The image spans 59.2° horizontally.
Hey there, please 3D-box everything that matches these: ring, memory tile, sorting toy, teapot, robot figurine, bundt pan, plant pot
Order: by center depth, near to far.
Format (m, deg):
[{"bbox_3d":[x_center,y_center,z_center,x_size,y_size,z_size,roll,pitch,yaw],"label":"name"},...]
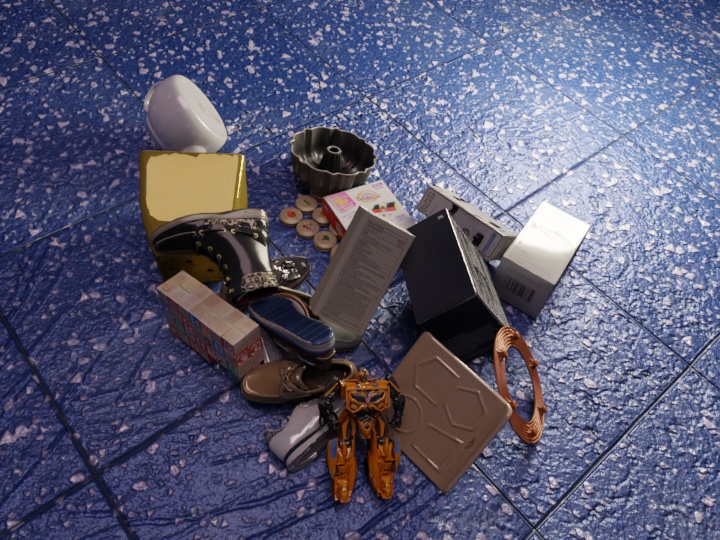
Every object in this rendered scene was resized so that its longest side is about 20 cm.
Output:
[{"bbox_3d":[0.006,0.255,0.995,0.144,0.058,0.202,-1,93,-15],"label":"robot figurine"},{"bbox_3d":[0.127,0.232,1.052,0.200,0.186,0.036,43,15,26],"label":"sorting toy"},{"bbox_3d":[0.280,0.194,1.089,0.019,0.200,0.202,-19,42,32],"label":"ring"},{"bbox_3d":[-0.318,-0.088,1.212,0.192,0.196,0.202,0,64,-8],"label":"plant pot"},{"bbox_3d":[-0.062,-0.104,1.369,0.199,0.017,0.153,36,55,20],"label":"memory tile"},{"bbox_3d":[-0.406,-0.325,1.410,0.145,0.198,0.200,-32,22,12],"label":"teapot"},{"bbox_3d":[-0.066,-0.241,1.425,0.200,0.076,0.203,8,41,-7],"label":"bundt pan"}]

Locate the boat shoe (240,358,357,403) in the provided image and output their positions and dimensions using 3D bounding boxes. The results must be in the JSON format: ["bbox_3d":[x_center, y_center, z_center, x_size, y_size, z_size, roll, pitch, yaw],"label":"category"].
[{"bbox_3d":[-0.104,0.174,1.046,0.198,0.065,0.072,-10,74,2],"label":"boat shoe"}]

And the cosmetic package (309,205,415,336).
[{"bbox_3d":[0.000,0.000,1.112,0.103,0.201,0.073,27,7,-15],"label":"cosmetic package"}]

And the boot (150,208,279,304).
[{"bbox_3d":[-0.242,-0.017,1.072,0.202,0.074,0.155,-11,70,-14],"label":"boot"}]

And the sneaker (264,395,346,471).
[{"bbox_3d":[-0.065,0.242,1.059,0.199,0.077,0.080,-32,54,-30],"label":"sneaker"}]

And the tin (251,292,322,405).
[{"bbox_3d":[-0.124,0.136,1.111,0.111,0.042,0.201,-23,74,2],"label":"tin"}]

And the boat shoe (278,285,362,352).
[{"bbox_3d":[-0.090,0.089,1.176,0.198,0.069,0.075,19,51,6],"label":"boat shoe"}]

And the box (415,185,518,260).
[{"bbox_3d":[0.226,-0.101,1.341,0.200,0.060,0.116,38,19,25],"label":"box"}]

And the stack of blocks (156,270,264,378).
[{"bbox_3d":[-0.256,0.100,1.092,0.199,0.116,0.058,30,52,29],"label":"stack of blocks"}]

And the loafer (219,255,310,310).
[{"bbox_3d":[-0.180,0.017,1.223,0.199,0.063,0.072,-26,60,-26],"label":"loafer"}]

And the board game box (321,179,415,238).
[{"bbox_3d":[0.029,-0.096,1.339,0.152,0.040,0.201,-19,57,-22],"label":"board game box"}]

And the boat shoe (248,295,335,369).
[{"bbox_3d":[-0.119,0.105,1.046,0.072,0.073,0.199,-24,35,-33],"label":"boat shoe"}]

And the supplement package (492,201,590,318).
[{"bbox_3d":[0.368,-0.024,1.304,0.116,0.118,0.200,30,53,17],"label":"supplement package"}]

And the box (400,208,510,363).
[{"bbox_3d":[0.169,0.032,1.162,0.123,0.198,0.201,-27,50,17],"label":"box"}]
